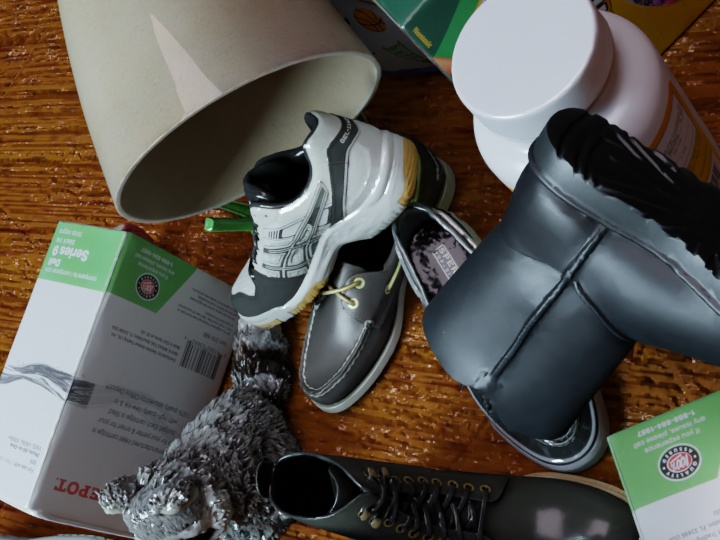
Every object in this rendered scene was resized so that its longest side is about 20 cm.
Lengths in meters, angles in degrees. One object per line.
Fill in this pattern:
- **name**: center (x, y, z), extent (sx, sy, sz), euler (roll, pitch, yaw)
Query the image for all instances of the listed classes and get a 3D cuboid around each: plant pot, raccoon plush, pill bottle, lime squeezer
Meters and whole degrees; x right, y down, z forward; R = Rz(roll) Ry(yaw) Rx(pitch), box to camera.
- **plant pot**: center (-0.114, -0.165, 0.718), extent (0.187, 0.187, 0.201), euler (-32, 79, 18)
- **raccoon plush**: center (-0.115, 0.109, 0.776), extent (0.096, 0.134, 0.201), euler (-26, 58, 24)
- **pill bottle**: center (0.133, -0.079, 0.648), extent (0.111, 0.200, 0.112), euler (-14, 62, 29)
- **lime squeezer**: center (-0.083, -0.044, 0.848), extent (0.038, 0.070, 0.200), euler (-63, 12, 5)

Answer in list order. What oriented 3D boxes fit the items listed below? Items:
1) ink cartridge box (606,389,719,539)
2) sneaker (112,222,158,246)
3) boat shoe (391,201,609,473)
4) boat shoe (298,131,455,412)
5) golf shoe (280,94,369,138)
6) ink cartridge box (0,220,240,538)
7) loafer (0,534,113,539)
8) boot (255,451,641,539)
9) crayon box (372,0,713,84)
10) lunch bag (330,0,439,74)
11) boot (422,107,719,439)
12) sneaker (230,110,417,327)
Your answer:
- **ink cartridge box**: center (0.229, 0.154, 0.554), extent (0.146, 0.084, 0.201), euler (-27, 57, 23)
- **sneaker**: center (-0.224, 0.054, 0.912), extent (0.082, 0.078, 0.201), euler (12, 77, 38)
- **boat shoe**: center (0.083, 0.037, 0.703), extent (0.073, 0.068, 0.200), euler (-33, 66, 13)
- **boat shoe**: center (0.000, 0.000, 0.793), extent (0.072, 0.061, 0.202), euler (17, 80, 37)
- **golf shoe**: center (-0.061, -0.153, 0.836), extent (0.072, 0.092, 0.201), euler (-29, 94, 36)
- **ink cartridge box**: center (-0.182, 0.084, 0.825), extent (0.084, 0.146, 0.201), euler (10, 75, 36)
- **loafer**: center (-0.259, 0.241, 0.855), extent (0.199, 0.075, 0.070), euler (-10, 60, 30)
- **boot**: center (0.051, 0.143, 0.646), extent (0.199, 0.138, 0.078), euler (-8, 65, 30)
- **crayon box**: center (0.121, -0.177, 0.699), extent (0.173, 0.200, 0.058), euler (-45, 52, 10)
- **lunch bag**: center (0.036, -0.227, 0.798), extent (0.199, 0.170, 0.124), euler (-12, 62, 30)
- **boot**: center (0.139, 0.033, 0.577), extent (0.200, 0.076, 0.168), euler (36, 135, 11)
- **sneaker**: center (-0.048, -0.038, 0.752), extent (0.200, 0.087, 0.076), euler (-46, 32, 40)
